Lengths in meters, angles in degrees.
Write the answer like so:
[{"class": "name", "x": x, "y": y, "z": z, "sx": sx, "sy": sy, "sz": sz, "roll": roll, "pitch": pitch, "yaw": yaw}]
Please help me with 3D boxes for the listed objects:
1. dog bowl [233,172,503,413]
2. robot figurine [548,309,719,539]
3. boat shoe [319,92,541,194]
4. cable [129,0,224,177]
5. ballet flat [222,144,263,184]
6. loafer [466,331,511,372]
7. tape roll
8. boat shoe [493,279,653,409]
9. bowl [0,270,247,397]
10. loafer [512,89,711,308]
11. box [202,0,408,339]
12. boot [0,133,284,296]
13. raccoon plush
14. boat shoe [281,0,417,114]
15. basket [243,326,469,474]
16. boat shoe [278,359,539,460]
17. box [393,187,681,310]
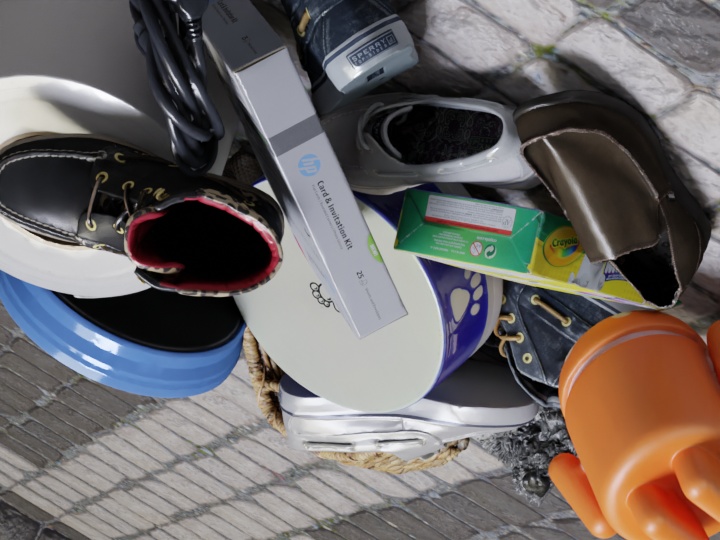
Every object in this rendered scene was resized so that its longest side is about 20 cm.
[{"class": "dog bowl", "x": 0.000, "y": 0.000, "z": 1.708, "sx": 0.199, "sy": 0.079, "sz": 0.201, "roll": 22, "pitch": 131, "yaw": 27}, {"class": "robot figurine", "x": 0.200, "y": 0.108, "z": 1.610, "sx": 0.116, "sy": 0.201, "sz": 0.145, "roll": -1, "pitch": 128, "yaw": -14}, {"class": "boat shoe", "x": 0.034, "y": -0.086, "z": 1.557, "sx": 0.199, "sy": 0.073, "sz": 0.068, "roll": 12, "pitch": 173, "yaw": 40}, {"class": "cable", "x": -0.123, "y": -0.157, "z": 1.461, "sx": 0.050, "sy": 0.202, "sz": 0.163, "roll": -11, "pitch": -175, "yaw": -13}, {"class": "ballet flat", "x": -0.028, "y": -0.032, "z": 1.799, "sx": 0.199, "sy": 0.046, "sz": 0.067, "roll": 32, "pitch": 167, "yaw": 21}, {"class": "loafer", "x": 0.159, "y": 0.057, "z": 1.796, "sx": 0.199, "sy": 0.072, "sz": 0.063, "roll": 22, "pitch": 141, "yaw": 2}, {"class": "tape roll", "x": -0.190, "y": -0.100, "z": 1.643, "sx": 0.201, "sy": 0.140, "sz": 0.204, "roll": 7, "pitch": 134, "yaw": 8}, {"class": "boat shoe", "x": 0.118, "y": 0.034, "z": 1.733, "sx": 0.199, "sy": 0.091, "sz": 0.071, "roll": 26, "pitch": 161, "yaw": 8}, {"class": "bowl", "x": -0.174, "y": 0.012, "z": 1.749, "sx": 0.200, "sy": 0.201, "sz": 0.040, "roll": 30, "pitch": 119, "yaw": -3}, {"class": "loafer", "x": 0.164, "y": -0.042, "z": 1.487, "sx": 0.073, "sy": 0.072, "sz": 0.200, "roll": -17, "pitch": 140, "yaw": 33}, {"class": "box", "x": -0.042, "y": -0.072, "z": 1.511, "sx": 0.201, "sy": 0.041, "sz": 0.156, "roll": 66, "pitch": 175, "yaw": -25}, {"class": "boot", "x": -0.140, "y": -0.034, "z": 1.485, "sx": 0.198, "sy": 0.074, "sz": 0.151, "roll": 15, "pitch": -173, "yaw": -9}, {"class": "raccoon plush", "x": 0.118, "y": 0.130, "z": 1.989, "sx": 0.134, "sy": 0.097, "sz": 0.200, "roll": 34, "pitch": 162, "yaw": 8}, {"class": "boat shoe", "x": -0.012, "y": -0.158, "z": 1.471, "sx": 0.091, "sy": 0.071, "sz": 0.200, "roll": 61, "pitch": 175, "yaw": 1}, {"class": "basket", "x": -0.015, "y": 0.081, "z": 1.904, "sx": 0.148, "sy": 0.144, "sz": 0.199, "roll": 20, "pitch": 171, "yaw": -37}, {"class": "boat shoe", "x": 0.037, "y": 0.111, "z": 1.778, "sx": 0.198, "sy": 0.072, "sz": 0.066, "roll": -2, "pitch": 118, "yaw": 6}, {"class": "box", "x": 0.128, "y": -0.011, "z": 1.595, "sx": 0.117, "sy": 0.049, "sz": 0.199, "roll": 11, "pitch": 177, "yaw": 38}]
